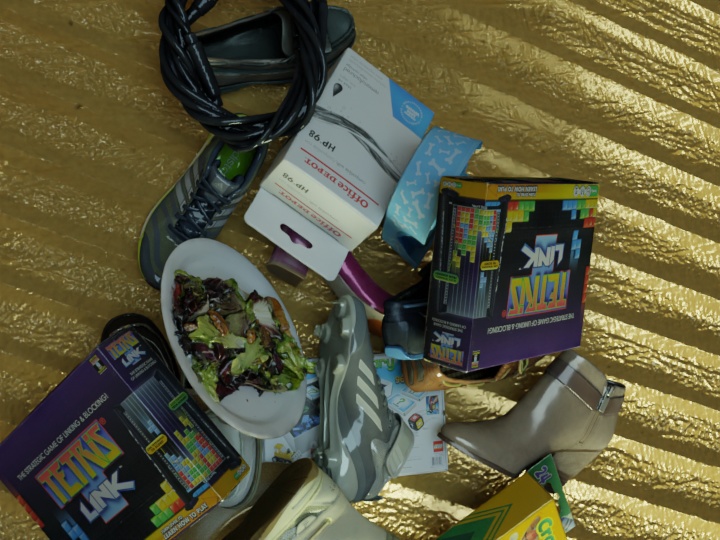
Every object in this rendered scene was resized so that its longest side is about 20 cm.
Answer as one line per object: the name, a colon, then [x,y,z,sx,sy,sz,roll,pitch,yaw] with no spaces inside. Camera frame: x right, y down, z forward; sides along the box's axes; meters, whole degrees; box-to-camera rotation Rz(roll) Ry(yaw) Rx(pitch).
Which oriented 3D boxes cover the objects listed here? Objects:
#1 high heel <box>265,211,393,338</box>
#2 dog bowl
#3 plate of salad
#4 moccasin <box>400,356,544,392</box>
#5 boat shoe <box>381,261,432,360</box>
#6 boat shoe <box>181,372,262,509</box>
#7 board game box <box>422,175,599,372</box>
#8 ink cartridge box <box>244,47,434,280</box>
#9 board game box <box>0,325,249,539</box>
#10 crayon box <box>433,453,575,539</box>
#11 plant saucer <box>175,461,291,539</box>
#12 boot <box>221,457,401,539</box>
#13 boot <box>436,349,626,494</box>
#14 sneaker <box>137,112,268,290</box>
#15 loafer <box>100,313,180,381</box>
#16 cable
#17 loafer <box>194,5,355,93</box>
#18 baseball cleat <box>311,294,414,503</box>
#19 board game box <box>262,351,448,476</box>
high heel: [0.000,0.000,1.100,0.198,0.067,0.097,28,65,-13]
dog bowl: [0.065,-0.073,1.050,0.049,0.200,0.112,30,77,5]
plate of salad: [-0.106,0.057,0.988,0.048,0.200,0.202,-27,97,26]
moccasin: [0.135,0.080,1.101,0.199,0.077,0.075,-3,87,-39]
boat shoe: [0.091,0.020,1.069,0.200,0.083,0.070,-38,121,-52]
boat shoe: [-0.141,0.125,1.017,0.074,0.068,0.203,-13,73,13]
board game box: [0.145,-0.003,0.996,0.199,0.056,0.168,-6,103,-48]
ink cartridge box: [-0.018,-0.105,1.055,0.115,0.067,0.201,34,58,-13]
board game box: [-0.219,0.172,0.947,0.166,0.057,0.200,49,120,-1]
crayon box: [0.146,0.297,1.095,0.199,0.052,0.127,-34,127,-12]
plant saucer: [-0.091,0.291,1.048,0.197,0.035,0.203,-3,99,-15]
boot: [-0.062,0.296,1.003,0.154,0.072,0.200,42,88,-21]
boot: [0.188,0.148,1.123,0.199,0.070,0.147,27,96,-34]
sneaker: [-0.153,-0.072,1.041,0.073,0.081,0.202,30,80,-12]
loafer: [-0.197,0.139,1.024,0.072,0.071,0.203,-17,93,-16]
cable: [-0.111,-0.211,1.006,0.161,0.051,0.203,8,78,-14]
loafer: [-0.092,-0.226,1.068,0.198,0.063,0.073,-20,75,-15]
baseball cleat: [0.004,0.127,1.058,0.105,0.070,0.203,5,92,-28]
board game box: [-0.010,0.151,1.097,0.197,0.035,0.128,-3,88,-16]
